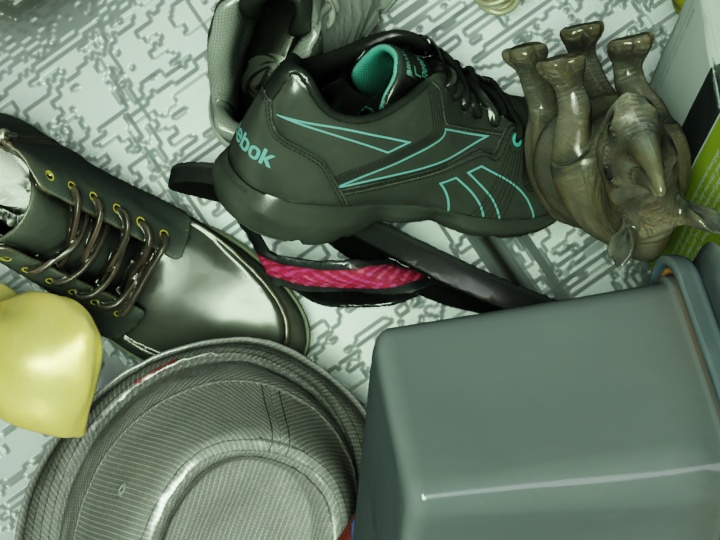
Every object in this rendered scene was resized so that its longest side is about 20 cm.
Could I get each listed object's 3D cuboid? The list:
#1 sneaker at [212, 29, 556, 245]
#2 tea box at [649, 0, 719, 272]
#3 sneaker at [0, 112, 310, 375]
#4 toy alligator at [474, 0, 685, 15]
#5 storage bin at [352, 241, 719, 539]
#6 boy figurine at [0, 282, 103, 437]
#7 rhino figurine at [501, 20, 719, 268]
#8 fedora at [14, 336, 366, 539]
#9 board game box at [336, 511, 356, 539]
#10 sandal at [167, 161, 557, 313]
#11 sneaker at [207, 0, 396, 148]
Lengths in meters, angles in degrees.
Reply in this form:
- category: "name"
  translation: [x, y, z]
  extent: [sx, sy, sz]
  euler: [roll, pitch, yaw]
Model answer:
- category: "sneaker"
  translation: [0.034, -0.060, 0.930]
  extent: [0.198, 0.076, 0.080]
  euler: [-8, 132, -34]
- category: "tea box"
  translation: [0.232, -0.011, 0.884]
  extent: [0.198, 0.134, 0.199]
  euler: [-2, 64, -8]
- category: "sneaker"
  translation: [-0.116, -0.002, 0.967]
  extent: [0.199, 0.106, 0.075]
  euler: [30, 94, 0]
- category: "toy alligator"
  translation: [0.149, -0.153, 0.977]
  extent: [0.198, 0.060, 0.055]
  euler: [-4, 50, 7]
- category: "storage bin"
  translation: [0.071, 0.104, 0.802]
  extent: [0.133, 0.201, 0.146]
  euler: [-5, 48, -8]
- category: "boy figurine"
  translation: [-0.197, 0.035, 0.963]
  extent: [0.198, 0.124, 0.065]
  euler: [6, 96, 24]
- category: "rhino figurine"
  translation: [0.103, -0.048, 0.854]
  extent: [0.059, 0.200, 0.088]
  euler: [-14, 101, -2]
- category: "fedora"
  translation: [-0.065, 0.134, 0.954]
  extent: [0.176, 0.090, 0.201]
  euler: [25, 101, -16]
- category: "board game box"
  translation: [0.016, 0.149, 0.925]
  extent: [0.102, 0.019, 0.201]
  euler: [20, 110, -41]
- category: "sandal"
  translation: [0.000, 0.000, 0.978]
  extent: [0.198, 0.075, 0.045]
  euler: [23, 86, -1]
- category: "sneaker"
  translation: [-0.014, -0.141, 0.950]
  extent: [0.074, 0.115, 0.202]
  euler: [23, 94, 5]
